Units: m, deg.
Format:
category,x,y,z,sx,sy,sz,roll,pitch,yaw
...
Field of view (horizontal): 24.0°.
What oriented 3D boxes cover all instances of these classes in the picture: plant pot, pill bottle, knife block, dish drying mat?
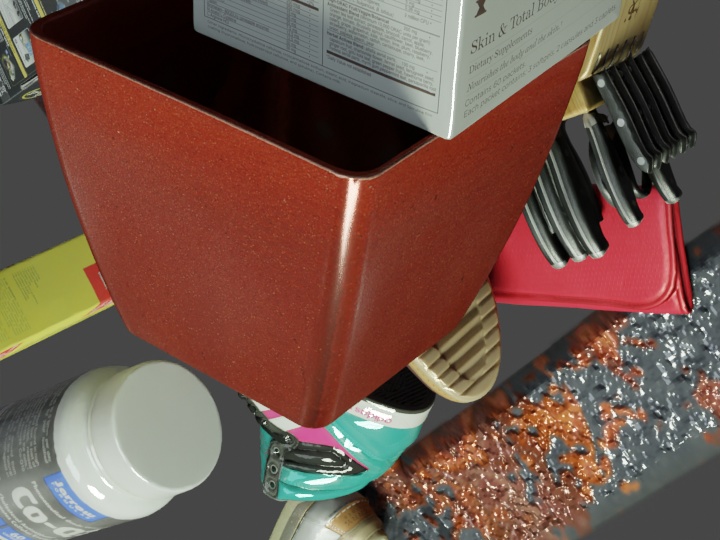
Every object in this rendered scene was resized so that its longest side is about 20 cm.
category,x,y,z,sx,sy,sz,roll,pitch,yaw
plant pot,-0.029,-0.043,0.859,0.200,0.200,0.176,26,128,27
pill bottle,-0.198,0.134,1.251,0.200,0.114,0.114,-23,96,45
knife block,0.088,-0.108,0.905,0.200,0.064,0.176,32,124,23
dish drying mat,0.097,-0.014,0.987,0.200,0.018,0.077,4,113,40

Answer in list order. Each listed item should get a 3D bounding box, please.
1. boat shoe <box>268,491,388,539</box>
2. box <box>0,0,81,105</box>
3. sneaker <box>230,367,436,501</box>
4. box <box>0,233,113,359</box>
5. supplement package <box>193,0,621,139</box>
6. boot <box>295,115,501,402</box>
category,x,y,z,sx,sy,sz,roll,pitch,yaw
boat shoe,-0.036,0.234,1.192,0.068,0.075,0.200,38,131,26
box,-0.217,-0.222,1.074,0.161,0.049,0.200,-21,91,54
sneaker,-0.059,0.085,1.114,0.200,0.084,0.121,25,125,8
box,-0.195,0.010,1.121,0.075,0.200,0.050,-28,90,44
supplement package,0.029,-0.196,0.751,0.151,0.152,0.200,26,133,27
boot,0.000,0.000,1.038,0.200,0.072,0.166,60,156,2
